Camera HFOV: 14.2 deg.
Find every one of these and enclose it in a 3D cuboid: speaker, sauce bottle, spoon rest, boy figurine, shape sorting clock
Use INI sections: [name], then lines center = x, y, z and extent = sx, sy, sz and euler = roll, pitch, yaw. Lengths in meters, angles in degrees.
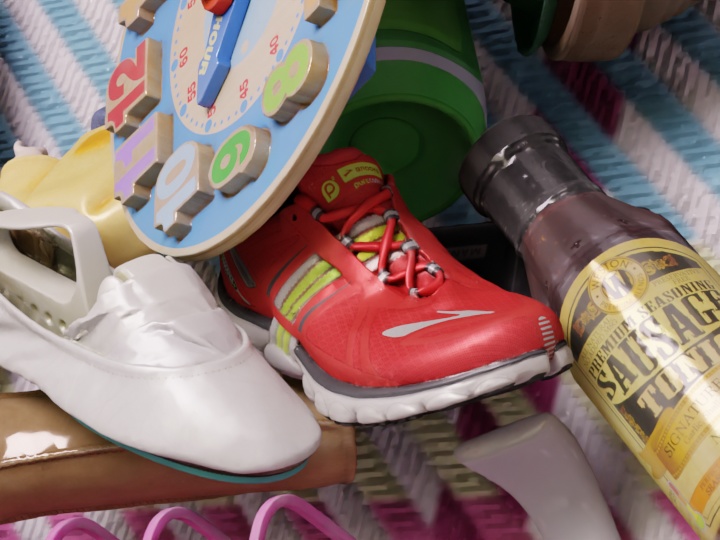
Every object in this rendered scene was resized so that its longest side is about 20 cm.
[speaker]
center = -0.001, -0.111, 1.185
extent = 0.088, 0.088, 0.200
euler = -29, 42, 19
[sauce bottle]
center = 0.101, 0.024, 1.007
extent = 0.066, 0.066, 0.200
euler = -43, 56, 5
[spoon rest]
center = 0.078, 0.150, 0.978
extent = 0.099, 0.061, 0.200
euler = -22, 63, 27
[boy figurine]
center = -0.108, -0.039, 1.204
extent = 0.124, 0.064, 0.200
euler = 2, 41, 40
[shape sorting clock]
center = -0.043, -0.101, 1.062
extent = 0.200, 0.039, 0.200
euler = -41, 42, 50

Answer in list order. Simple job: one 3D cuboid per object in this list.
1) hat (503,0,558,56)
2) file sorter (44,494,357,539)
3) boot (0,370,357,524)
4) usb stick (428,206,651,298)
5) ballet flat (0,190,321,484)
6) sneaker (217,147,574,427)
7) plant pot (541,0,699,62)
[hat]
center = -0.018, -0.179, 1.121
extent = 0.176, 0.166, 0.200
euler = 0, 57, -4
[file sorter]
center = -0.085, 0.167, 1.035
extent = 0.200, 0.125, 0.139
euler = -12, 54, 32
[boot]
center = -0.112, 0.069, 1.128
extent = 0.200, 0.066, 0.175
euler = -8, 9, -9
[usb stick]
center = 0.032, 0.009, 1.122
extent = 0.200, 0.033, 0.055
euler = -5, 67, 36
[ballet flat]
center = -0.092, 0.017, 1.045
extent = 0.200, 0.069, 0.069
euler = 23, 77, 44
[sneaker]
center = 0.000, 0.000, 1.035
extent = 0.077, 0.085, 0.200
euler = -17, 20, -29
[plant pot]
center = 0.119, -0.179, 1.107
extent = 0.093, 0.201, 0.201
euler = 1, 53, -4
